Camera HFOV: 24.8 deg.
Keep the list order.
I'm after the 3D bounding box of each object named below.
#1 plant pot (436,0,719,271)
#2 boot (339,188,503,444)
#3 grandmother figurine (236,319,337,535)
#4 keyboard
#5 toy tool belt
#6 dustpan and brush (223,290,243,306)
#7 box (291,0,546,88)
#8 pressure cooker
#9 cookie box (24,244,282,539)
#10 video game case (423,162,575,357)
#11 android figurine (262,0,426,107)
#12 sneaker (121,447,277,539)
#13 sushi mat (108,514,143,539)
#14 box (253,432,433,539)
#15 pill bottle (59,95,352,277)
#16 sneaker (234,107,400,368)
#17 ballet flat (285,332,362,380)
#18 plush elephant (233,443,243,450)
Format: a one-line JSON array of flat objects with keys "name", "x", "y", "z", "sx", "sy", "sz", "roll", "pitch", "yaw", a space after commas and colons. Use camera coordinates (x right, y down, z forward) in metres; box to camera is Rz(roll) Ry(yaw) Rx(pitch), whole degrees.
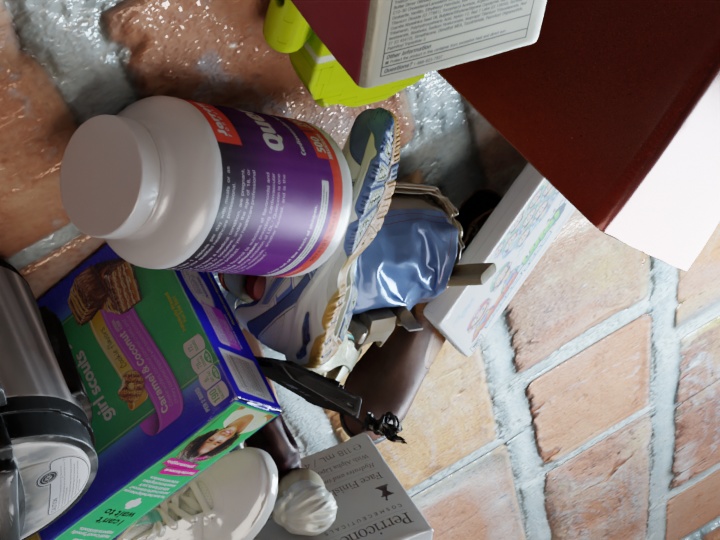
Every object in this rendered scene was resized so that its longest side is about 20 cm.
[{"name": "plant pot", "x": 0.203, "y": -0.143, "z": 1.214, "sx": 0.177, "sy": 0.200, "sz": 0.199, "roll": -49, "pitch": 152, "yaw": 14}, {"name": "boot", "x": 0.057, "y": 0.045, "z": 1.454, "sx": 0.188, "sy": 0.068, "sz": 0.201, "roll": -48, "pitch": 170, "yaw": -33}, {"name": "grandmother figurine", "x": -0.079, "y": 0.133, "z": 1.376, "sx": 0.060, "sy": 0.201, "sz": 0.122, "roll": -27, "pitch": 157, "yaw": -7}, {"name": "keyboard", "x": -0.027, "y": 0.094, "z": 1.253, "sx": 0.021, "sy": 0.126, "sz": 0.200, "roll": -60, "pitch": -171, "yaw": -6}, {"name": "toy tool belt", "x": 0.000, "y": 0.000, "z": 1.298, "sx": 0.198, "sy": 0.123, "sz": 0.126, "roll": -16, "pitch": 124, "yaw": -31}, {"name": "dustpan and brush", "x": -0.140, "y": 0.064, "z": 1.326, "sx": 0.139, "sy": 0.057, "sz": 0.201, "roll": 41, "pitch": 71, "yaw": -27}, {"name": "box", "x": 0.039, "y": -0.222, "z": 0.909, "sx": 0.127, "sy": 0.109, "sz": 0.201, "roll": -17, "pitch": 140, "yaw": -24}, {"name": "pressure cooker", "x": -0.274, "y": 0.111, "z": 1.109, "sx": 0.178, "sy": 0.201, "sz": 0.175, "roll": -38, "pitch": 152, "yaw": 16}, {"name": "cookie box", "x": -0.183, "y": 0.089, "z": 1.212, "sx": 0.199, "sy": 0.172, "sz": 0.075, "roll": -38, "pitch": 152, "yaw": 14}, {"name": "video game case", "x": 0.133, "y": -0.022, "z": 1.438, "sx": 0.201, "sy": 0.024, "sz": 0.182, "roll": -54, "pitch": 164, "yaw": -2}, {"name": "android figurine", "x": 0.019, "y": -0.183, "z": 1.089, "sx": 0.180, "sy": 0.041, "sz": 0.201, "roll": -18, "pitch": 150, "yaw": -29}, {"name": "sneaker", "x": -0.158, "y": 0.205, "z": 1.308, "sx": 0.199, "sy": 0.076, "sz": 0.088, "roll": -34, "pitch": 150, "yaw": 11}, {"name": "sushi mat", "x": -0.157, "y": 0.151, "z": 1.262, "sx": 0.200, "sy": 0.096, "sz": 0.012, "roll": -46, "pitch": 113, "yaw": 6}, {"name": "box", "x": -0.052, "y": 0.281, "z": 1.440, "sx": 0.197, "sy": 0.131, "sz": 0.202, "roll": -19, "pitch": 135, "yaw": -22}, {"name": "pill bottle", "x": -0.102, "y": -0.055, "z": 1.102, "sx": 0.112, "sy": 0.113, "sz": 0.199, "roll": -44, "pitch": 153, "yaw": 27}, {"name": "sneaker", "x": -0.035, "y": -0.031, "z": 1.207, "sx": 0.202, "sy": 0.087, "sz": 0.075, "roll": -70, "pitch": 164, "yaw": 10}, {"name": "ballet flat", "x": -0.040, "y": 0.074, "z": 1.436, "sx": 0.200, "sy": 0.067, "sz": 0.063, "roll": 56, "pitch": 49, "yaw": -78}, {"name": "plush elephant", "x": -0.166, "y": 0.228, "z": 1.539, "sx": 0.197, "sy": 0.165, "sz": 0.157, "roll": 1, "pitch": 109, "yaw": 3}]
